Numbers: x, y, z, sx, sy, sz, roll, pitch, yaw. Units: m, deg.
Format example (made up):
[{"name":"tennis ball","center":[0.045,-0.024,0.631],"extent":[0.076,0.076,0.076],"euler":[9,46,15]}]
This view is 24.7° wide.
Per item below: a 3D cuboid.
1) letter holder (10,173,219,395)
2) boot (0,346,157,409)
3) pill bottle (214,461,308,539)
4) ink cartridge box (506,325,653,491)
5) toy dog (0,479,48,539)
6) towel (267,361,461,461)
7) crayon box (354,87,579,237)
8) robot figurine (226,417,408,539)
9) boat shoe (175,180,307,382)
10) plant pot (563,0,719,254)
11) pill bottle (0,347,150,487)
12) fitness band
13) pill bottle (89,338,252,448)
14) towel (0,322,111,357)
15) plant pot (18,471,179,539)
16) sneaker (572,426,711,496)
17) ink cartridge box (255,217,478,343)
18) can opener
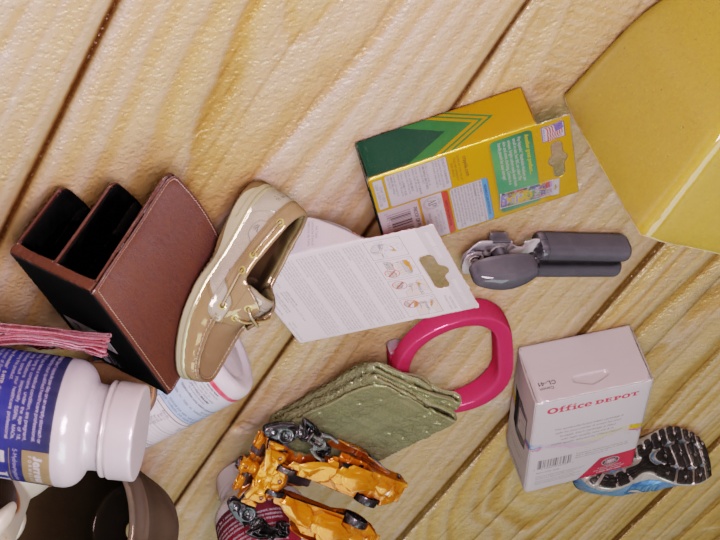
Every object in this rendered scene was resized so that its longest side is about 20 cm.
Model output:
[{"name":"letter holder","center":[-0.209,-0.005,1.521],"extent":[0.143,0.100,0.200],"euler":[-57,152,-19]},{"name":"boot","center":[-0.297,0.111,1.597],"extent":[0.198,0.074,0.076],"euler":[4,157,13]},{"name":"pill bottle","center":[-0.106,0.320,1.900],"extent":[0.112,0.201,0.113],"euler":[-12,144,-9]},{"name":"ink cartridge box","center":[0.257,0.166,1.957],"extent":[0.146,0.086,0.201],"euler":[-11,142,-9]},{"name":"toy dog","center":[-0.386,0.221,1.669],"extent":[0.139,0.201,0.194],"euler":[39,137,-9]},{"name":"towel","center":[0.002,0.164,1.843],"extent":[0.148,0.037,0.199],"euler":[28,135,-33]},{"name":"crayon box","center":[0.104,-0.098,1.573],"extent":[0.198,0.052,0.126],"euler":[-18,145,0]},{"name":"robot figurine","center":[-0.055,0.243,1.834],"extent":[0.199,0.058,0.146],"euler":[24,97,-23]},{"name":"boat shoe","center":[-0.111,0.019,1.535],"extent":[0.074,0.066,0.202],"euler":[5,109,-65]},{"name":"plant pot","center":[0.343,-0.152,1.499],"extent":[0.194,0.195,0.201],"euler":[10,131,-33]},{"name":"pill bottle","center":[-0.300,0.136,1.516],"extent":[0.198,0.121,0.120],"euler":[8,142,3]},{"name":"fitness band","center":[0.102,0.102,1.851],"extent":[0.142,0.038,0.201],"euler":[-17,145,-6]},{"name":"pill bottle","center":[-0.217,0.120,1.669],"extent":[0.199,0.109,0.109],"euler":[-28,143,13]},{"name":"towel","center":[-0.332,0.060,1.513],"extent":[0.143,0.023,0.199],"euler":[8,175,-31]},{"name":"plant pot","center":[-0.289,0.283,1.803],"extent":[0.199,0.201,0.173],"euler":[-30,158,16]},{"name":"sneaker","center":[0.365,0.255,2.151],"extent":[0.198,0.079,0.090],"euler":[-1,160,-18]},{"name":"ink cartridge box","center":[0.000,0.000,1.624],"extent":[0.198,0.051,0.161],"euler":[-14,145,15]},{"name":"can opener","center":[0.198,-0.003,1.724],"extent":[0.198,0.067,0.054],"euler":[1,141,-24]}]
